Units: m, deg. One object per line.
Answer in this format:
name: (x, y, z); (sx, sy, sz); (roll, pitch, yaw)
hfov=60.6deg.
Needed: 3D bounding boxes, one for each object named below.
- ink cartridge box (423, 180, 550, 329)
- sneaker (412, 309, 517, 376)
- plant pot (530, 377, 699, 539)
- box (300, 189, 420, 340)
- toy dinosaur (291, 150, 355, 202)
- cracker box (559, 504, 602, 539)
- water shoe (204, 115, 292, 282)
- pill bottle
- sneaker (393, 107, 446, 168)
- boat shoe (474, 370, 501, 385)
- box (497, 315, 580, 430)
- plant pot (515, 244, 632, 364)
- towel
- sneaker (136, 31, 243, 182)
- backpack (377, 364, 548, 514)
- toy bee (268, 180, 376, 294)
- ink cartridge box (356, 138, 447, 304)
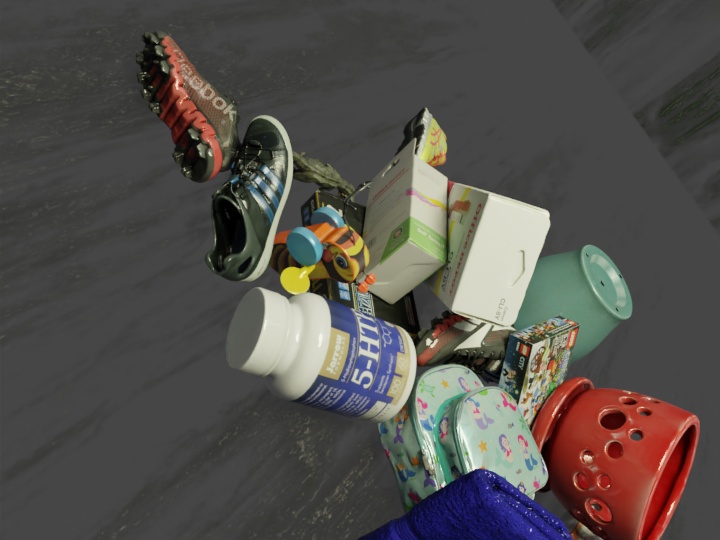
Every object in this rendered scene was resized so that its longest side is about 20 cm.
ink cartridge box: (0.149, -0.030, 0.796); (0.082, 0.148, 0.200); (15, 10, -10)
sneaker: (0.148, 0.100, 0.837); (0.198, 0.071, 0.099); (-15, 66, -39)
plant pot: (0.342, 0.256, 0.854); (0.181, 0.204, 0.198); (24, 21, 40)
box: (0.000, 0.000, 0.864); (0.158, 0.049, 0.203); (15, 53, -36)
toy dinosaur: (-0.080, -0.143, 0.862); (0.087, 0.048, 0.199); (28, 6, 36)
cracker box: (0.364, 0.413, 0.920); (0.198, 0.057, 0.136); (-15, 74, -48)
water shoe: (-0.129, -0.089, 0.715); (0.079, 0.070, 0.204); (19, 76, -66)
pill bottle: (-0.045, 0.094, 0.696); (0.198, 0.119, 0.122); (22, 48, -32)
sneaker: (0.121, -0.218, 1.117); (0.090, 0.078, 0.202); (41, 41, -18)
boat shoe: (0.204, 0.151, 0.946); (0.198, 0.068, 0.085); (33, 52, -22)
box: (0.242, 0.175, 0.877); (0.135, 0.204, 0.037); (-11, 26, -44)
plant pot: (0.348, 0.058, 1.057); (0.198, 0.187, 0.203); (25, 46, -30)
towel: (0.101, 0.293, 0.635); (0.147, 0.200, 0.050); (36, 30, -18)
sneaker: (-0.208, -0.207, 0.775); (0.097, 0.071, 0.203); (-19, 79, -49)
backpack: (0.119, 0.218, 0.756); (0.176, 0.150, 0.202); (-5, 61, -44)
toy bee: (-0.038, -0.014, 0.727); (0.130, 0.199, 0.110); (-38, 102, -20)
ink cartridge box: (0.060, -0.071, 0.844); (0.067, 0.117, 0.203); (28, 46, -23)
